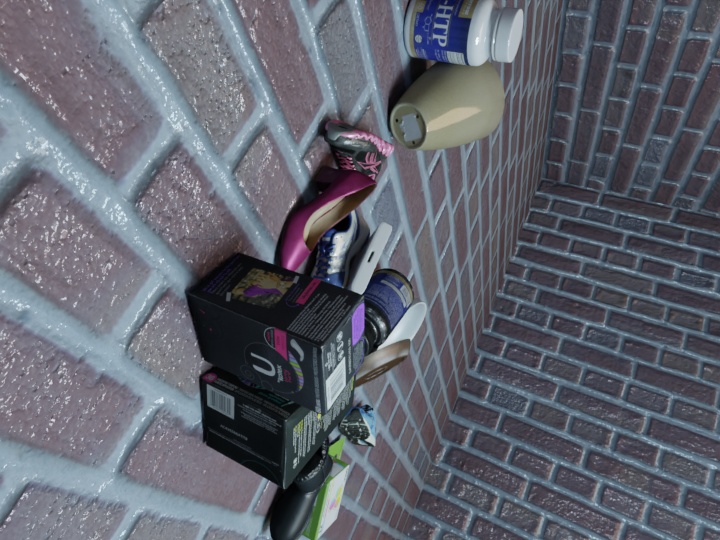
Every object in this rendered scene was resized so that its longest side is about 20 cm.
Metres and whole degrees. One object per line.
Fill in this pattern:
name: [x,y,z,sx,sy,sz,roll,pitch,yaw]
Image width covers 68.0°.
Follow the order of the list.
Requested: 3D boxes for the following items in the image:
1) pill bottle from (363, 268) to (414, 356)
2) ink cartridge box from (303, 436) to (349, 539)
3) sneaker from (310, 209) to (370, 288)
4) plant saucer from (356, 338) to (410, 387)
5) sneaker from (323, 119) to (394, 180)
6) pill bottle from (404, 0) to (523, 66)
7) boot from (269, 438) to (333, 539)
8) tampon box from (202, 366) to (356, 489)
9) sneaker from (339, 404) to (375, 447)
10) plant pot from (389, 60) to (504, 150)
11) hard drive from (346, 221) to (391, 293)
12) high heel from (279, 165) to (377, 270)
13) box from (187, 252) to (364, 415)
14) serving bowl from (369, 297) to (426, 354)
pill bottle: [0.026,0.090,1.116,0.200,0.111,0.113,-46,146,-47]
ink cartridge box: [-0.070,0.491,1.224,0.200,0.075,0.149,-12,118,-62]
sneaker: [-0.055,-0.027,0.917,0.088,0.075,0.201,55,49,-47]
plant saucer: [0.028,0.209,1.151,0.199,0.032,0.200,-26,162,-9]
sneaker: [-0.008,-0.190,0.899,0.096,0.079,0.200,-65,158,12]
pill bottle: [0.193,-0.450,0.997,0.120,0.198,0.121,-47,147,-46]
boot: [-0.120,0.417,1.027,0.201,0.076,0.169,-56,159,-28]
tampon box: [-0.115,0.186,0.806,0.200,0.149,0.127,-39,141,-54]
sneaker: [-0.003,0.375,1.337,0.201,0.078,0.091,77,19,-58]
plant pot: [0.157,-0.320,1.070,0.200,0.186,0.189,-35,139,-35]
hard drive: [0.000,0.000,0.983,0.133,0.027,0.200,-66,-176,-16]
high heel: [-0.052,-0.075,0.831,0.201,0.095,0.067,-67,157,-14]
box: [-0.104,0.076,0.684,0.106,0.198,0.123,-48,147,-45]
serving bowl: [0.074,0.141,1.293,0.200,0.066,0.201,-40,153,-25]
